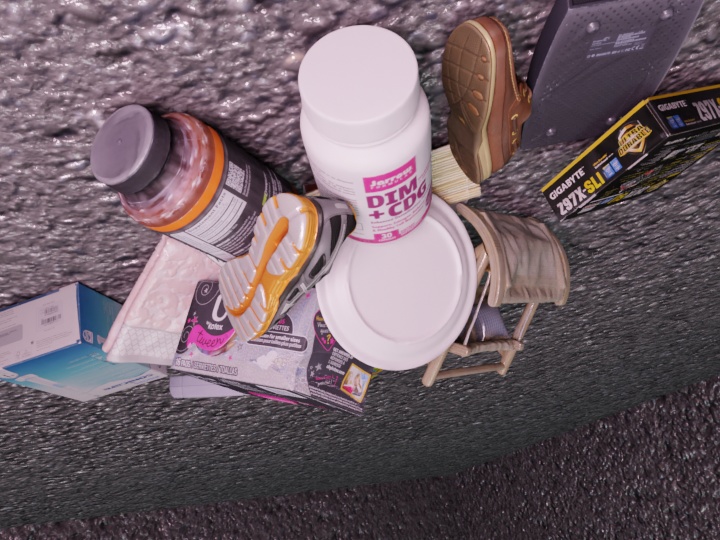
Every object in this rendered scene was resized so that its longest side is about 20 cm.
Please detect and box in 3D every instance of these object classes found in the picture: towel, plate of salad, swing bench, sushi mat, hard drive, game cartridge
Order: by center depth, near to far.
[{"bbox_3d":[0.221,-0.192,0.643,0.134,0.043,0.200,-11,157,-3],"label":"hard drive"},{"bbox_3d":[0.039,0.007,0.753,0.199,0.202,0.048,0,180,-27],"label":"plate of salad"},{"bbox_3d":[0.039,-0.084,0.767,0.199,0.012,0.096,-19,141,3],"label":"sushi mat"},{"bbox_3d":[-0.201,0.050,0.883,0.199,0.032,0.191,15,118,-45],"label":"towel"},{"bbox_3d":[0.162,0.031,0.893,0.198,0.130,0.200,2,133,-49],"label":"swing bench"},{"bbox_3d":[-0.176,0.163,1.008,0.199,0.041,0.133,-9,168,32],"label":"game cartridge"}]

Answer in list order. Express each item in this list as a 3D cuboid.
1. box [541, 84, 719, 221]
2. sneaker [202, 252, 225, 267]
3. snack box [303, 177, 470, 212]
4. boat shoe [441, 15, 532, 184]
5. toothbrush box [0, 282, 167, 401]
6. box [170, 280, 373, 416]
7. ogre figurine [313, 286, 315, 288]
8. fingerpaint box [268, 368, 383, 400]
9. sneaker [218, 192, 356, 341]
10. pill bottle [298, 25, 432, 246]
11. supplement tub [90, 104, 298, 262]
[{"bbox_3d":[0.319,-0.131,0.756,0.199,0.050,0.160,-17,163,-34],"label":"box"},{"bbox_3d":[-0.125,-0.035,0.804,0.085,0.073,0.200,-52,143,3],"label":"sneaker"},{"bbox_3d":[0.032,-0.083,0.805,0.199,0.024,0.072,-8,154,-10],"label":"snack box"},{"bbox_3d":[0.121,-0.161,0.639,0.067,0.072,0.200,-29,154,-6],"label":"boat shoe"},{"bbox_3d":[-0.378,0.105,0.933,0.146,0.086,0.200,-18,155,11],"label":"toothbrush box"},{"bbox_3d":[-0.097,0.085,0.798,0.199,0.115,0.132,1,159,38],"label":"box"},{"bbox_3d":[0.000,0.000,0.867,0.098,0.200,0.120,43,143,-7],"label":"ogre figurine"},{"bbox_3d":[-0.059,0.171,1.251,0.166,0.074,0.200,5,151,-34],"label":"fingerpaint box"},{"bbox_3d":[-0.070,0.002,0.636,0.077,0.079,0.200,-14,159,-40],"label":"sneaker"},{"bbox_3d":[0.008,-0.113,0.620,0.113,0.114,0.200,-13,156,1],"label":"pill bottle"},{"bbox_3d":[-0.147,-0.075,0.637,0.106,0.108,0.200,-23,153,21],"label":"supplement tub"}]
